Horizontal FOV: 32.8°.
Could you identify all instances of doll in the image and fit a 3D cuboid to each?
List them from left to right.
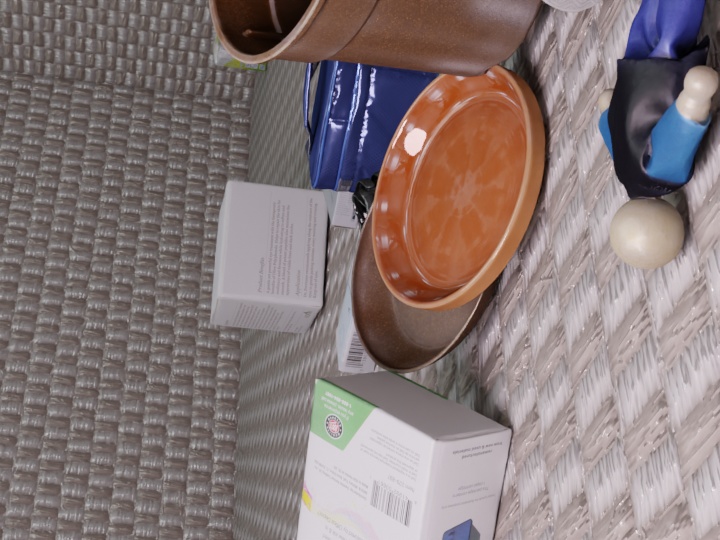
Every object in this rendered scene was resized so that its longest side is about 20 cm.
[{"bbox_3d":[0.159,-0.100,0.641,0.136,0.048,0.201,-135,51,-78],"label":"doll"}]

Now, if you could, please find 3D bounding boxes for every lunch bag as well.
[{"bbox_3d":[0.003,-0.184,1.339,0.136,0.132,0.201,-109,26,-67],"label":"lunch bag"}]

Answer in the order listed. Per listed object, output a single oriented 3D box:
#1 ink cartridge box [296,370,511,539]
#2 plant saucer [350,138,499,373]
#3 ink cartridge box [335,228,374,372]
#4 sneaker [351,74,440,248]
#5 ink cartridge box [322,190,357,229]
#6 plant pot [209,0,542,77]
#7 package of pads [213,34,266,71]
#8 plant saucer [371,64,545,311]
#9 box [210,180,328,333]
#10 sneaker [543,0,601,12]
[{"bbox_3d":[0.026,0.197,0.959,0.145,0.087,0.201,21,107,47],"label":"ink cartridge box"},{"bbox_3d":[0.062,-0.009,1.031,0.200,0.037,0.201,-30,52,48],"label":"plant saucer"},{"bbox_3d":[0.000,0.000,1.492,0.200,0.047,0.161,-100,18,-51],"label":"ink cartridge box"},{"bbox_3d":[0.044,-0.097,1.149,0.071,0.099,0.201,125,150,-74],"label":"sneaker"},{"bbox_3d":[-0.016,-0.186,1.707,0.200,0.040,0.201,-106,24,-65],"label":"ink cartridge box"},{"bbox_3d":[0.019,-0.236,0.900,0.200,0.197,0.201,-12,75,55],"label":"plant pot"},{"bbox_3d":[-0.350,-0.639,3.544,0.200,0.154,0.069,-108,25,-66],"label":"package of pads"},{"bbox_3d":[0.078,-0.066,0.967,0.200,0.032,0.201,-31,52,50],"label":"plant saucer"},{"bbox_3d":[-0.152,-0.017,2.010,0.200,0.170,0.200,126,149,-70],"label":"box"},{"bbox_3d":[0.131,-0.278,0.810,0.115,0.080,0.201,-121,36,-70],"label":"sneaker"}]
